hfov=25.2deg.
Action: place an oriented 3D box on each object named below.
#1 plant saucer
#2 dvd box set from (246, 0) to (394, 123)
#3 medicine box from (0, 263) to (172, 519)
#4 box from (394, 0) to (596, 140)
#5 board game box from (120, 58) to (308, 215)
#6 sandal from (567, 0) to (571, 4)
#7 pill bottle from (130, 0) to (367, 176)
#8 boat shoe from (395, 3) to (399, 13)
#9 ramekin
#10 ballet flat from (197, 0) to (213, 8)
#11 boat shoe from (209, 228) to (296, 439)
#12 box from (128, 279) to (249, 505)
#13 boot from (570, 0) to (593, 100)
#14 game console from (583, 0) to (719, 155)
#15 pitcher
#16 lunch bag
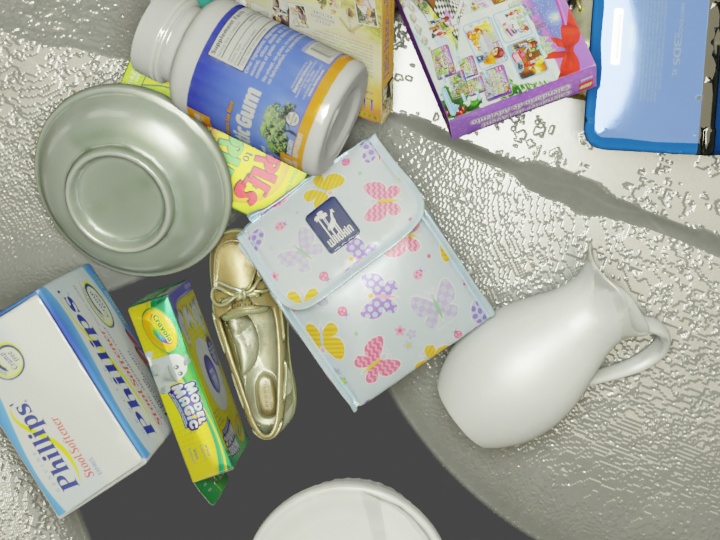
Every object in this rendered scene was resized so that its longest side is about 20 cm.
[{"bbox_3d":[-0.220,-0.074,1.516,0.198,0.050,0.202,6,120,10],"label":"plant saucer"},{"bbox_3d":[-0.037,-0.237,1.454,0.145,0.029,0.201,21,140,20],"label":"dvd box set"},{"bbox_3d":[-0.267,0.106,1.501,0.102,0.200,0.183,-32,94,6],"label":"medicine box"},{"bbox_3d":[0.108,-0.226,1.414,0.135,0.039,0.202,-20,65,0],"label":"box"},{"bbox_3d":[-0.142,-0.127,1.544,0.198,0.048,0.102,24,97,0],"label":"board game box"},{"bbox_3d":[0.154,-0.236,1.450,0.075,0.045,0.202,25,88,14],"label":"sandal"},{"bbox_3d":[-0.102,-0.175,1.449,0.198,0.112,0.113,26,98,10],"label":"pill bottle"},{"bbox_3d":[0.046,-0.278,1.503,0.066,0.074,0.201,39,97,3],"label":"boat shoe"},{"bbox_3d":[-0.010,0.295,1.563,0.200,0.094,0.205,0,96,4],"label":"ramekin"},{"bbox_3d":[-0.194,-0.304,1.491,0.068,0.068,0.201,-41,118,-13],"label":"ballet flat"},{"bbox_3d":[-0.104,0.060,1.556,0.072,0.063,0.203,-8,96,4],"label":"boat shoe"},{"bbox_3d":[-0.158,0.115,1.539,0.048,0.117,0.202,-18,96,6],"label":"box"},{"bbox_3d":[0.200,-0.240,1.502,0.197,0.072,0.157,10,96,-1],"label":"boot"},{"bbox_3d":[0.293,-0.209,1.479,0.168,0.118,0.203,4,96,5],"label":"game console"},{"bbox_3d":[0.186,0.088,1.523,0.199,0.122,0.171,-39,131,15],"label":"pitcher"},{"bbox_3d":[0.000,0.000,1.498,0.169,0.127,0.201,-33,101,-2],"label":"lunch bag"}]
